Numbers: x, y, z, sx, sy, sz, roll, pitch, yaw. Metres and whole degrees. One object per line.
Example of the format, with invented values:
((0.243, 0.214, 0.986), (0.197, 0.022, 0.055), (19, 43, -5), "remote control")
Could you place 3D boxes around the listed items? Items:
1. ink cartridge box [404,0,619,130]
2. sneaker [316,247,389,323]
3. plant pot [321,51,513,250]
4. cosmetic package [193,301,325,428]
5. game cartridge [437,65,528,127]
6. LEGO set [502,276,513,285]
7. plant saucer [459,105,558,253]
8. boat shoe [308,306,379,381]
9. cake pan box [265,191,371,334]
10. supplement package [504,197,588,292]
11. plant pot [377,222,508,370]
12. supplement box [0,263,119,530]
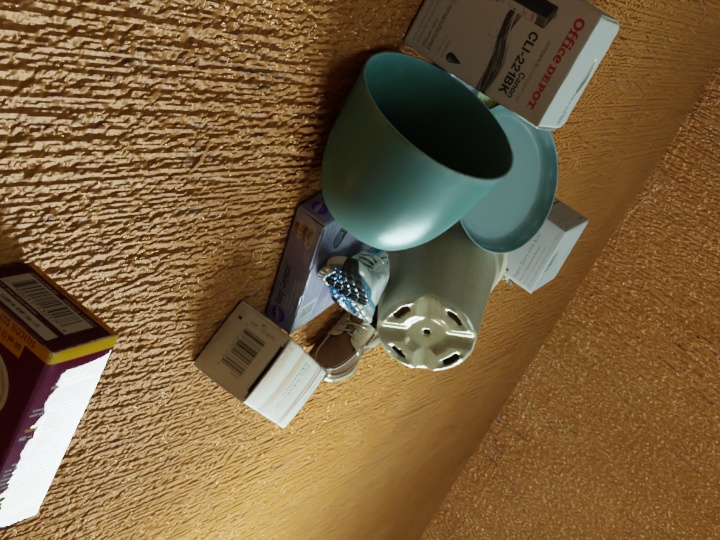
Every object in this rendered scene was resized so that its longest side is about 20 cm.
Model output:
((0.174, -0.274, 1.325), (0.145, 0.199, 0.084), (-61, 161, 19), "ink cartridge box")
((0.000, 0.000, 1.450), (0.087, 0.075, 0.200), (-58, 171, -9), "sneaker")
((0.047, -0.121, 1.310), (0.161, 0.201, 0.200), (-51, 167, 34), "plant pot")
((-0.123, 0.125, 1.470), (0.104, 0.087, 0.200), (-53, 162, -6), "cosmetic package")
((0.170, -0.230, 1.537), (0.132, 0.041, 0.200), (-26, 143, 0), "game cartridge")
((0.254, -0.056, 2.049), (0.201, 0.116, 0.154), (-58, 162, 11), "LEGO set")
((0.191, -0.124, 1.550), (0.199, 0.027, 0.202), (-9, 104, -37), "plant saucer")
((-0.017, 0.096, 1.725), (0.200, 0.075, 0.072), (-45, 159, -54), "boat shoe")
((-0.031, -0.030, 1.487), (0.184, 0.052, 0.201), (-34, 153, -43), "cake pan box")
((0.238, -0.078, 1.836), (0.120, 0.199, 0.122), (-22, 144, -59), "supplement package")
((0.098, 0.029, 1.578), (0.184, 0.199, 0.201), (-76, -176, -49), "plant pot")
((-0.300, 0.109, 0.960), (0.085, 0.110, 0.201), (-15, 137, -62), "supplement box")
